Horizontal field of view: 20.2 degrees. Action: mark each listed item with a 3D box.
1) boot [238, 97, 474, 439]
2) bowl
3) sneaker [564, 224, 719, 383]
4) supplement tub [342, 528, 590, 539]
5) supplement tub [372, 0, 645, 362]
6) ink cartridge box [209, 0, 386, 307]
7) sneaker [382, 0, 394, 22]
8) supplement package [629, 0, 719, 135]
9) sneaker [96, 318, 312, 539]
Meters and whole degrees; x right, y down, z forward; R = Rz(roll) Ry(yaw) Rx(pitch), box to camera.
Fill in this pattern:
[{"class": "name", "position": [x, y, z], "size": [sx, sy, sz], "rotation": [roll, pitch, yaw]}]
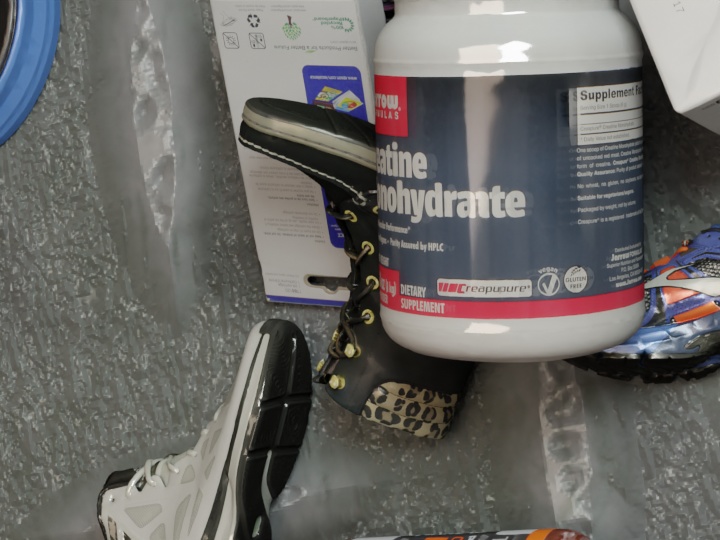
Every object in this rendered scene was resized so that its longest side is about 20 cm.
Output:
[{"class": "boot", "position": [0.001, 0.001, 1.148], "size": [0.155, 0.202, 0.074], "rotation": [-64, 21, 12]}, {"class": "bowl", "position": [-0.297, -0.168, 1.367], "size": [0.199, 0.039, 0.202], "rotation": [-2, 85, 26]}, {"class": "sneaker", "position": [0.186, 0.016, 1.115], "size": [0.198, 0.075, 0.079], "rotation": [-5, 72, 19]}, {"class": "supplement tub", "position": [0.073, 0.198, 1.127], "size": [0.199, 0.107, 0.108], "rotation": [-7, 83, 24]}, {"class": "supplement tub", "position": [0.077, -0.062, 1.039], "size": [0.139, 0.140, 0.202], "rotation": [2, 98, 25]}, {"class": "ink cartridge box", "position": [-0.024, -0.074, 1.202], "size": [0.099, 0.039, 0.201], "rotation": [5, 117, 25]}, {"class": "sneaker", "position": [0.028, -0.179, 1.199], "size": [0.199, 0.075, 0.081], "rotation": [-18, 36, 34]}, {"class": "supplement package", "position": [0.221, -0.142, 1.031], "size": [0.119, 0.200, 0.122], "rotation": [-26, 75, 21]}, {"class": "sneaker", "position": [-0.105, 0.117, 1.233], "size": [0.115, 0.076, 0.202], "rotation": [16, 95, 24]}]
